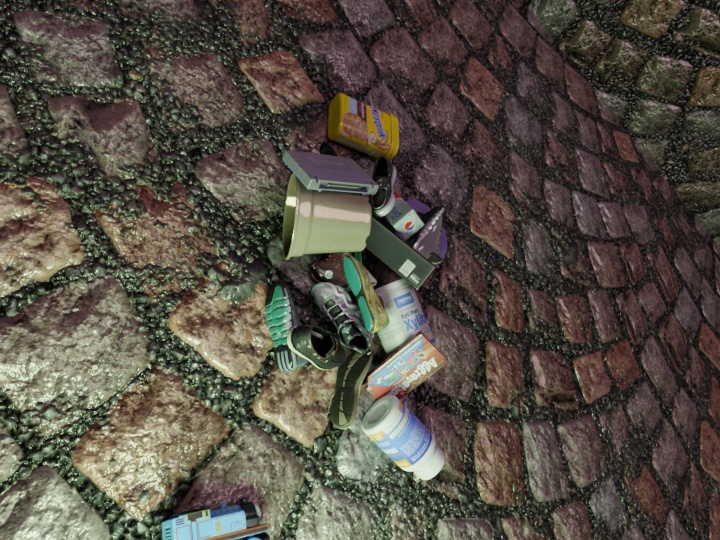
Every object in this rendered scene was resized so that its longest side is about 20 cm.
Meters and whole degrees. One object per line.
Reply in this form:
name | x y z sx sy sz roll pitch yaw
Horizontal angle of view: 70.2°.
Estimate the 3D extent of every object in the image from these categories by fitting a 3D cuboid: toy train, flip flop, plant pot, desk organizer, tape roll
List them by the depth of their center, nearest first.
toy train | -0.258 0.484 0.926 0.199 0.087 0.115 4 64 -36
plant pot | -0.077 -0.117 1.196 0.182 0.201 0.202 5 68 -16
flip flop | -0.015 0.277 1.205 0.058 0.081 0.201 49 44 -43
desk organizer | 0.094 -0.044 1.293 0.200 0.072 0.077 40 10 12
tape roll | 0.148 -0.093 1.466 0.199 0.085 0.201 14 65 -33

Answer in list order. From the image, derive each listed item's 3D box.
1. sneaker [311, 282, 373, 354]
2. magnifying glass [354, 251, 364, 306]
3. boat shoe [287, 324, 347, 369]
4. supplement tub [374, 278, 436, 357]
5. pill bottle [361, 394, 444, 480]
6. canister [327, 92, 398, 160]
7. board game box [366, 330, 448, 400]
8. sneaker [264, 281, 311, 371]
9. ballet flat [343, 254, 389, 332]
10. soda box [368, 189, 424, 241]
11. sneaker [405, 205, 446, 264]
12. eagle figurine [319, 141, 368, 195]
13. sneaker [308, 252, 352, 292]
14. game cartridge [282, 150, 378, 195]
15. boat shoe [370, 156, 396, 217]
sneaker | -0.038 0.119 1.203 0.200 0.078 0.140 42 14 -15
magnifying glass | 0.000 0.000 1.312 0.022 0.080 0.201 -5 57 7
boat shoe | -0.083 0.176 1.156 0.201 0.063 0.074 41 46 -52
supplement tub | 0.101 0.132 1.309 0.132 0.132 0.201 -19 85 -40
pill bottle | 0.107 0.401 1.217 0.200 0.112 0.112 47 51 -12
canister | 0.007 -0.414 1.488 0.199 0.086 0.149 14 64 -31
board game box | 0.104 0.243 1.239 0.103 0.200 0.019 44 16 -15
sneaker | -0.160 0.125 1.165 0.087 0.074 0.201 3 78 -54
ballet flat | 0.017 0.053 1.228 0.070 0.071 0.201 -3 62 -38
soda box | 0.089 -0.162 1.355 0.063 0.068 0.200 47 6 -37
sneaker | 0.197 -0.079 1.404 0.116 0.075 0.200 48 61 -18
eagle figurine | -0.047 -0.236 1.342 0.150 0.152 0.201 6 60 2
sneaker | -0.082 -0.041 1.278 0.115 0.076 0.201 -4 75 -35
game cartridge | -0.068 -0.222 1.169 0.199 0.039 0.130 -3 37 -42
boat shoe | 0.053 -0.222 1.344 0.057 0.068 0.201 51 34 -37
